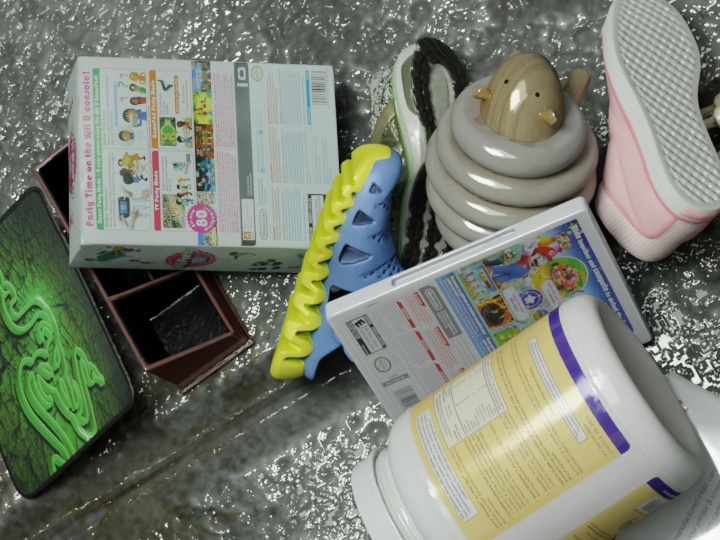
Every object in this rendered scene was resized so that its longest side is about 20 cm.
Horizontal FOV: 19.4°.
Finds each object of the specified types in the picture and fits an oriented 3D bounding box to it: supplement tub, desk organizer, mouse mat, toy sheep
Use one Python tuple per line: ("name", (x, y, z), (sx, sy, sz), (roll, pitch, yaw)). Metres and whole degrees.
("supplement tub", (0.108, 0.126, 1.385), (0.199, 0.145, 0.146), (-35, 69, 14))
("desk organizer", (-0.170, -0.012, 1.629), (0.071, 0.077, 0.201), (-35, 69, 7))
("mouse mat", (-0.257, 0.056, 1.641), (0.161, 0.007, 0.201), (-41, 67, 33))
("toy sheep", (0.108, -0.071, 1.510), (0.136, 0.201, 0.139), (2, 43, -2))

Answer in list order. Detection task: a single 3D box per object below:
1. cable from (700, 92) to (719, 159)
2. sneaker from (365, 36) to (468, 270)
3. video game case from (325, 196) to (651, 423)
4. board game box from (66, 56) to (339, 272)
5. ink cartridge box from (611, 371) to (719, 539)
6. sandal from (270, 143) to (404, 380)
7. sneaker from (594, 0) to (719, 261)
("cable", (0.334, -0.135, 1.497), (0.199, 0.050, 0.097), (-34, 31, 13))
("sneaker", (0.035, -0.071, 1.595), (0.088, 0.076, 0.202), (-11, 73, 48))
("video game case", (0.093, 0.037, 1.502), (0.199, 0.144, 0.018), (-23, 40, 12))
("board game box", (-0.118, -0.079, 1.586), (0.198, 0.064, 0.149), (2, 74, -16))
("ink cartridge box", (0.264, 0.182, 1.433), (0.199, 0.087, 0.146), (29, 86, 21))
("sandal", (0.000, 0.000, 1.527), (0.086, 0.080, 0.201), (18, 121, -1))
("sneaker", (0.201, -0.098, 1.520), (0.075, 0.105, 0.202), (4, 57, -21))
